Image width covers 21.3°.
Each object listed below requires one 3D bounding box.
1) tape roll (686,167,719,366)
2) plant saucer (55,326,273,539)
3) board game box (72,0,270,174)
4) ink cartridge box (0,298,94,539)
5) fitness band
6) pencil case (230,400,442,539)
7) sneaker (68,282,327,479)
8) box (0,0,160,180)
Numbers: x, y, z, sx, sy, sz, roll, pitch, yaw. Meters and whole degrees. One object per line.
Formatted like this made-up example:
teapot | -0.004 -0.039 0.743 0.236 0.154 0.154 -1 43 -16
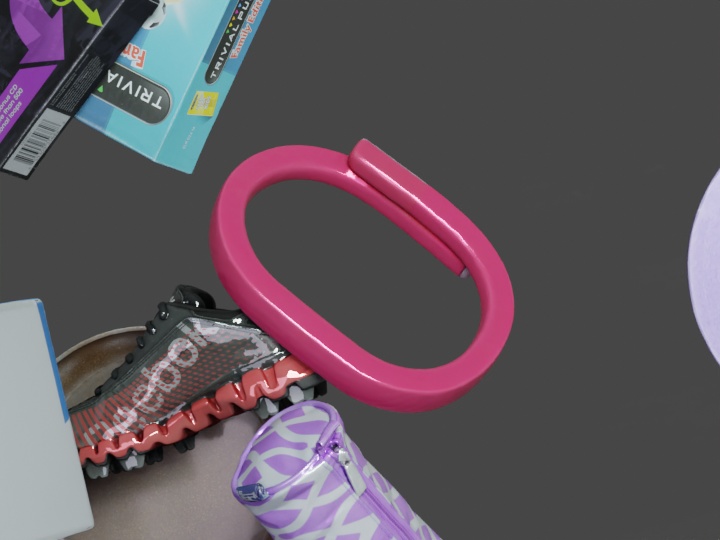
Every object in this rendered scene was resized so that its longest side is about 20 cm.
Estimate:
tape roll | 0.295 -0.002 1.143 0.199 0.085 0.201 0 91 10
plant saucer | -0.135 0.136 1.246 0.199 0.032 0.201 0 91 9
board game box | -0.131 -0.184 1.208 0.151 0.047 0.201 28 95 27
ink cartridge box | -0.263 0.108 1.189 0.200 0.084 0.145 -16 87 50
fitness band | 0.000 0.000 1.176 0.200 0.037 0.144 38 57 6
pencil case | 0.008 0.163 1.158 0.085 0.084 0.200 -20 124 36
sneaker | -0.118 0.065 1.192 0.200 0.071 0.098 -23 87 7
box | -0.232 -0.175 1.214 0.143 0.036 0.200 -51 60 13
